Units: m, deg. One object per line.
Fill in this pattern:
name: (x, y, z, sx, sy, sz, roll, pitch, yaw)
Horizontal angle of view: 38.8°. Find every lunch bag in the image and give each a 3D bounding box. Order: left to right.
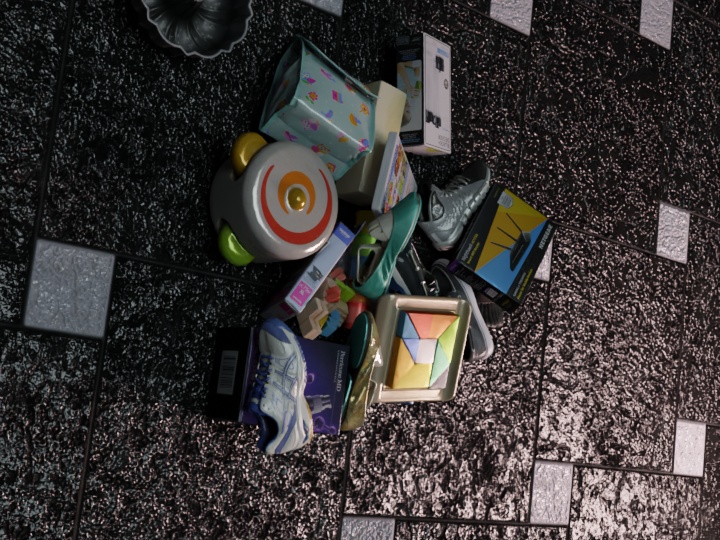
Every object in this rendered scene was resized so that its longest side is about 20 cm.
lunch bag: (-0.061, -0.280, 1.684, 0.169, 0.122, 0.202, 33, 44, -26)

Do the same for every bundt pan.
bundt pan: (-0.265, -0.418, 1.558, 0.200, 0.075, 0.205, 2, 87, -38)

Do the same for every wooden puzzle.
wooden puzzle: (0.102, 0.137, 1.748, 0.198, 0.037, 0.188, 5, 99, -37)

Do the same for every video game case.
video game case: (0.061, -0.127, 1.766, 0.200, 0.018, 0.145, 61, 40, -64)

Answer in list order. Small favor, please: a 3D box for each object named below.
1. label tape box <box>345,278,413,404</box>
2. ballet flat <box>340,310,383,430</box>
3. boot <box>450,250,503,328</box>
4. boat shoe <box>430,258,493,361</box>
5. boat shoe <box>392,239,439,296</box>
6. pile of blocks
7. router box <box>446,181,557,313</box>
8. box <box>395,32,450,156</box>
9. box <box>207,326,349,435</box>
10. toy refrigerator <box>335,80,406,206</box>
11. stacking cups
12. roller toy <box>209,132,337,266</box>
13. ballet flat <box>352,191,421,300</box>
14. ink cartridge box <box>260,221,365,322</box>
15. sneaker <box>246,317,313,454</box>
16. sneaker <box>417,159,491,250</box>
label tape box: (0.058, 0.113, 1.801, 0.144, 0.063, 0.202, 34, 68, -33)
ballet flat: (0.003, 0.165, 1.671, 0.070, 0.070, 0.203, 11, 97, -37)
boot: (0.265, 0.027, 1.959, 0.209, 0.079, 0.160, -10, 87, -28)
boat shoe: (0.170, 0.075, 1.863, 0.066, 0.070, 0.202, -16, 79, -40)
boat shoe: (0.105, 0.026, 1.779, 0.201, 0.060, 0.076, 54, 13, -38)
pile of blocks: (-0.043, 0.051, 1.661, 0.082, 0.062, 0.201, 45, 25, -12)
router box: (0.263, -0.043, 1.888, 0.148, 0.051, 0.201, 33, 58, -5)
box: (0.115, -0.315, 1.848, 0.116, 0.059, 0.203, 7, 83, -60)
box: (-0.128, 0.176, 1.622, 0.198, 0.104, 0.150, 13, 79, -37)
toy refrigerator: (0.019, -0.219, 1.779, 0.069, 0.075, 0.203, 20, 75, -36)
stacking cups: (0.000, 0.000, 1.758, 0.060, 0.060, 0.203, 22, 73, -36)
roller toy: (-0.132, -0.109, 1.610, 0.181, 0.139, 0.203, 1, 87, -39)
ballet flat: (0.035, -0.041, 1.670, 0.069, 0.068, 0.202, 12, 116, -20)
ink cartridge box: (-0.078, -0.004, 1.660, 0.042, 0.119, 0.201, 42, 63, -9)
sneaker: (-0.128, 0.174, 1.508, 0.087, 0.075, 0.203, -16, 97, -37)
sneaker: (0.165, -0.147, 1.892, 0.115, 0.075, 0.202, 41, 65, -31)
